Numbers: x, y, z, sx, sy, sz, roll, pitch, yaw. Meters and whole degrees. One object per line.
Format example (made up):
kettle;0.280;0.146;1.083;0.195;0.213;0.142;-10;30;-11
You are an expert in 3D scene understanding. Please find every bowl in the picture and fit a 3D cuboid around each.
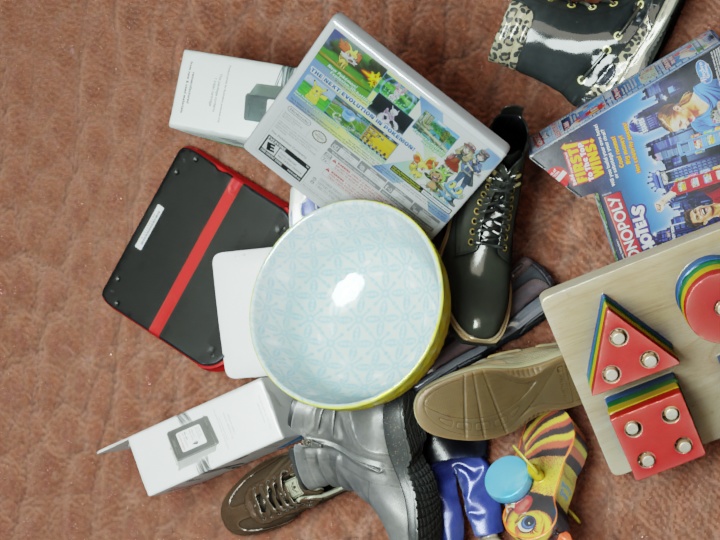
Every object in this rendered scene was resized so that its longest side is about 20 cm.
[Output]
bowl;0.006;0.044;1.407;0.200;0.108;0.201;-9;69;24

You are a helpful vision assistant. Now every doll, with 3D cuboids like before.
doll;0.084;0.184;1.493;0.136;0.048;0.201;-11;81;-3

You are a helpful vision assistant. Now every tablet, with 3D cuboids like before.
tablet;-0.048;0.038;1.494;0.199;0.014;0.131;-6;93;15

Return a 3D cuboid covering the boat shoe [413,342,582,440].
boat shoe;0.140;0.114;1.435;0.199;0.065;0.071;-10;104;-17

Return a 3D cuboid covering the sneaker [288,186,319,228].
sneaker;0.000;0.001;1.527;0.115;0.081;0.200;-11;90;13

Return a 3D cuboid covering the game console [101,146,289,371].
game console;-0.168;-0.010;1.604;0.177;0.031;0.200;32;96;22

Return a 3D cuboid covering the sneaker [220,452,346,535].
sneaker;-0.067;0.215;1.529;0.200;0.076;0.071;-28;79;14

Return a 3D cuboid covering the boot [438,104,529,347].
boot;0.120;-0.043;1.405;0.077;0.138;0.201;4;60;-11

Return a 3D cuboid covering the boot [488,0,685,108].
boot;0.231;-0.259;1.461;0.153;0.073;0.204;28;99;12

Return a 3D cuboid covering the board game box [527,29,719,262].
board game box;0.269;-0.101;1.422;0.199;0.062;0.200;-17;109;10

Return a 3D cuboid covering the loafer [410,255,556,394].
loafer;0.107;0.059;1.471;0.200;0.072;0.063;-32;75;-10

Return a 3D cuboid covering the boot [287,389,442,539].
boot;0.003;0.208;1.447;0.131;0.070;0.201;-5;97;23

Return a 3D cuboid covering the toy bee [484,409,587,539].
toy bee;0.175;0.228;1.424;0.109;0.131;0.201;16;87;41

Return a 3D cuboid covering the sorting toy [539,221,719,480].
sorting toy;0.295;0.082;1.373;0.200;0.070;0.199;-22;107;9

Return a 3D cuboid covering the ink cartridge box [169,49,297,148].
ink cartridge box;-0.072;-0.160;1.519;0.199;0.147;0.083;12;91;17

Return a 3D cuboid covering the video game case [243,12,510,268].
video game case;0.011;-0.116;1.394;0.200;0.022;0.182;38;130;-3

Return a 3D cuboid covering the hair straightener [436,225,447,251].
hair straightener;0.074;-0.062;1.520;0.077;0.041;0.201;-10;84;17

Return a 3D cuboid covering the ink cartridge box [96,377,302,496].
ink cartridge box;-0.156;0.177;1.540;0.200;0.116;0.067;-25;81;15
